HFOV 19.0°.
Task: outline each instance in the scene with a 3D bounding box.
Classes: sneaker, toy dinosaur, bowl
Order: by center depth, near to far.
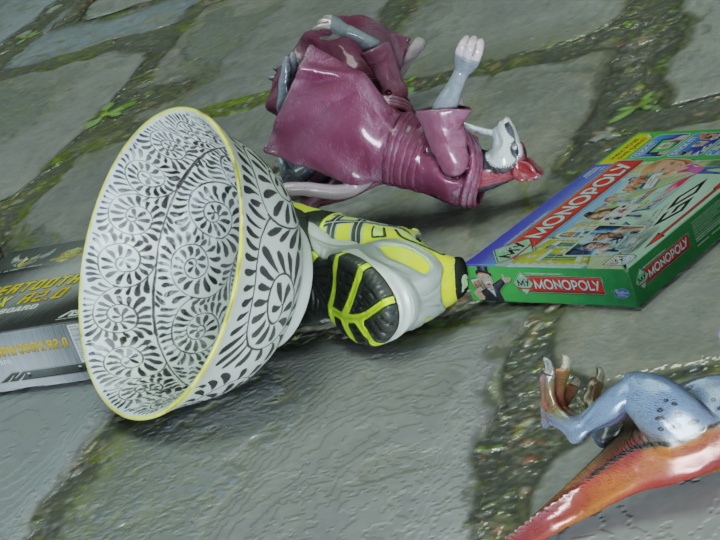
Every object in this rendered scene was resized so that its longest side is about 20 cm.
[{"bbox_3d":[0.187,0.079,1.050,0.181,0.105,0.200,9,70,32],"label":"toy dinosaur"},{"bbox_3d":[-0.092,0.002,1.375,0.094,0.201,0.201,11,1,-34],"label":"bowl"},{"bbox_3d":[0.000,0.000,1.409,0.076,0.075,0.200,-14,23,-24],"label":"sneaker"}]

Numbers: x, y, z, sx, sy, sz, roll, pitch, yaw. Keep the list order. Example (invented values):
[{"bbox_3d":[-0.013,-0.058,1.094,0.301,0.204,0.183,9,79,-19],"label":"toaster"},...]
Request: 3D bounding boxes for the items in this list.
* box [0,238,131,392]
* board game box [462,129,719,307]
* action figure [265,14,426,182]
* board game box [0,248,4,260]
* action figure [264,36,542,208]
[{"bbox_3d":[-0.208,0.028,1.548,0.200,0.048,0.158,-8,23,29],"label":"box"},{"bbox_3d":[0.177,-0.036,1.375,0.135,0.029,0.200,2,29,45],"label":"board game box"},{"bbox_3d":[0.001,-0.127,1.734,0.149,0.134,0.200,17,17,-29],"label":"action figure"},{"bbox_3d":[-0.414,-0.038,1.757,0.200,0.160,0.097,-24,19,-13],"label":"board game box"},{"bbox_3d":[0.029,-0.084,1.513,0.200,0.134,0.149,17,72,19],"label":"action figure"}]
